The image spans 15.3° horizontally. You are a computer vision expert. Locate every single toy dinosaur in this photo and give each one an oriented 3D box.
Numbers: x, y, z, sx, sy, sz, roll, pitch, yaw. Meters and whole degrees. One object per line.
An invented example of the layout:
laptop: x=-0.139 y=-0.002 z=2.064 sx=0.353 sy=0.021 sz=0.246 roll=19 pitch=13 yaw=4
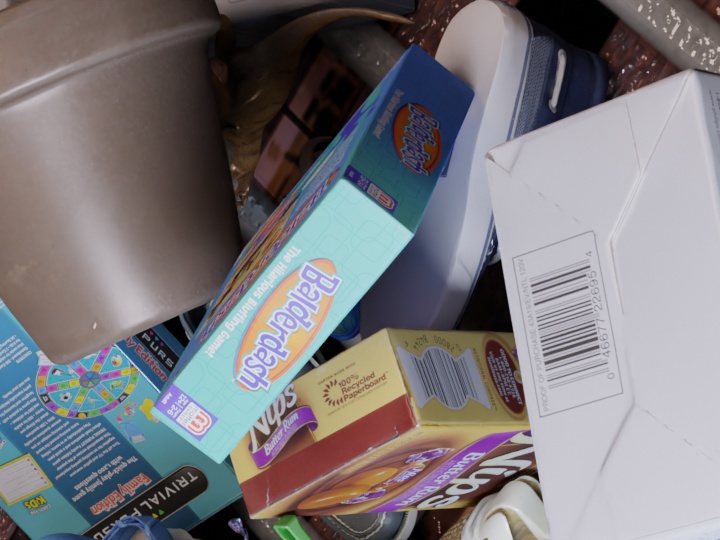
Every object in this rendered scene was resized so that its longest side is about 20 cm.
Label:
toy dinosaur: x=-0.058 y=-0.113 z=1.513 sx=0.200 sy=0.106 sz=0.060 roll=126 pitch=156 yaw=-45

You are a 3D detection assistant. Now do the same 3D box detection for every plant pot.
plant pot: x=-0.143 y=-0.051 z=1.415 sx=0.200 sy=0.200 sz=0.175 roll=-24 pitch=91 yaw=37

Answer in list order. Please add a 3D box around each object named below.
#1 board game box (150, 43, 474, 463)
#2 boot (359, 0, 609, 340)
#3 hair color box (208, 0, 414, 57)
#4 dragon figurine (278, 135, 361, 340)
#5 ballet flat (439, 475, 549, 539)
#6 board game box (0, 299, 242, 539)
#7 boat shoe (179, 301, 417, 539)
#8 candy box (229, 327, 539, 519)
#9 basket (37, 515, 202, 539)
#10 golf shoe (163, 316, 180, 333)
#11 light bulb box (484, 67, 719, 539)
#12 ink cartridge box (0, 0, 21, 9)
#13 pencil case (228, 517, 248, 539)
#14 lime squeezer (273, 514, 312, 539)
board game box: x=-0.019 y=-0.012 z=1.283 sx=0.045 sy=0.200 sz=0.152 roll=38 pitch=114 yaw=-5
boot: x=0.070 y=-0.032 z=1.379 sx=0.073 sy=0.090 sz=0.200 roll=14 pitch=85 yaw=52
hair color box: x=-0.064 y=-0.184 z=1.550 sx=0.200 sy=0.061 sz=0.099 roll=-8 pitch=80 yaw=39
dragon figurine: x=0.000 y=0.000 z=1.461 sx=0.200 sy=0.059 sz=0.100 roll=-133 pitch=25 yaw=-59
ballet flat: x=0.108 y=0.131 z=1.361 sx=0.200 sy=0.065 sz=0.071 roll=-6 pitch=40 yaw=35
board game box: x=-0.170 y=0.077 z=1.551 sx=0.151 sy=0.047 sz=0.200 roll=-34 pitch=104 yaw=33
boat shoe: x=-0.040 y=0.078 z=1.502 sx=0.073 sy=0.062 sz=0.200 roll=-50 pitch=57 yaw=26
candy box: x=0.042 y=0.077 z=1.339 sx=0.117 sy=0.200 sz=0.057 roll=-31 pitch=70 yaw=35
basket: x=-0.138 y=0.226 z=1.478 sx=0.176 sy=0.200 sz=0.139 roll=-56 pitch=50 yaw=20
golf shoe: x=-0.186 y=0.023 z=1.624 sx=0.200 sy=0.078 sz=0.095 roll=-29 pitch=67 yaw=34
light bulb box: x=0.179 y=0.027 z=1.227 sx=0.125 sy=0.200 sz=0.199 roll=-19 pitch=74 yaw=40
ink cartridge box: x=-0.242 y=-0.083 z=1.651 sx=0.200 sy=0.084 sz=0.146 roll=-42 pitch=40 yaw=31
pencil case: x=-0.116 y=0.216 z=1.361 sx=0.200 sy=0.094 sz=0.091 roll=-35 pitch=82 yaw=3
lime squeezer: x=0.005 y=0.199 z=1.348 sx=0.038 sy=0.071 sz=0.200 roll=-8 pitch=110 yaw=16
